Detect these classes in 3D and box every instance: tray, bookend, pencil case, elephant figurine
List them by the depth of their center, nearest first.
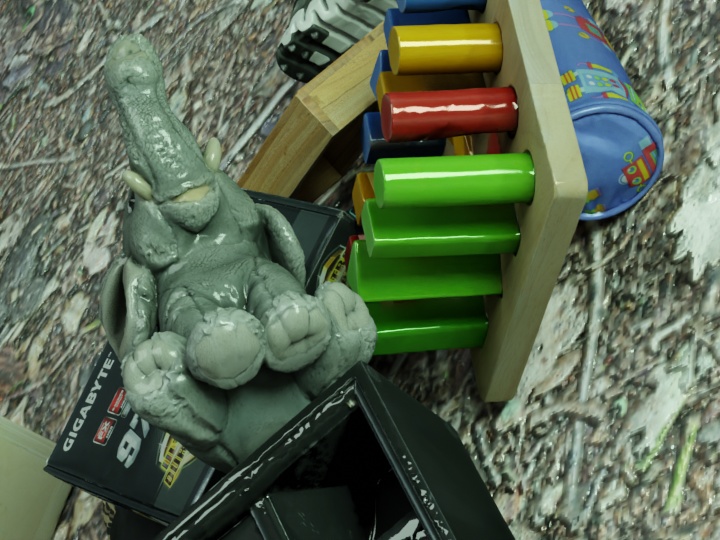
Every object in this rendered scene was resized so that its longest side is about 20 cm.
[{"bbox_3d":[-0.013,0.189,1.383,0.200,0.092,0.199,-40,46,13],"label":"bookend"},{"bbox_3d":[-0.081,0.001,1.461,0.155,0.141,0.200,-53,47,24],"label":"elephant figurine"},{"bbox_3d":[0.104,-0.105,1.543,0.087,0.078,0.200,-41,33,12],"label":"pencil case"},{"bbox_3d":[-0.024,-0.081,1.653,0.099,0.037,0.200,-41,-5,-27],"label":"tray"}]

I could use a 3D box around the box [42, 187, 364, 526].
[{"bbox_3d":[-0.085,0.051,1.586,0.159,0.046,0.201,14,75,52],"label":"box"}]

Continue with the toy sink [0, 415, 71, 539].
[{"bbox_3d":[-0.300,0.194,1.878,0.130,0.112,0.201,0,65,58],"label":"toy sink"}]

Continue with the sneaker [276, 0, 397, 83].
[{"bbox_3d":[0.017,-0.200,1.774,0.200,0.066,0.091,-31,43,45],"label":"sneaker"}]

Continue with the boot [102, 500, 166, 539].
[{"bbox_3d":[-0.091,0.152,1.632,0.200,0.073,0.151,-51,32,30],"label":"boot"}]

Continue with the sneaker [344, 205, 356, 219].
[{"bbox_3d":[0.000,0.000,1.639,0.199,0.075,0.079,-2,51,49],"label":"sneaker"}]

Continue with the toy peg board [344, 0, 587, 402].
[{"bbox_3d":[0.036,-0.062,1.466,0.200,0.097,0.200,105,158,-54],"label":"toy peg board"}]
